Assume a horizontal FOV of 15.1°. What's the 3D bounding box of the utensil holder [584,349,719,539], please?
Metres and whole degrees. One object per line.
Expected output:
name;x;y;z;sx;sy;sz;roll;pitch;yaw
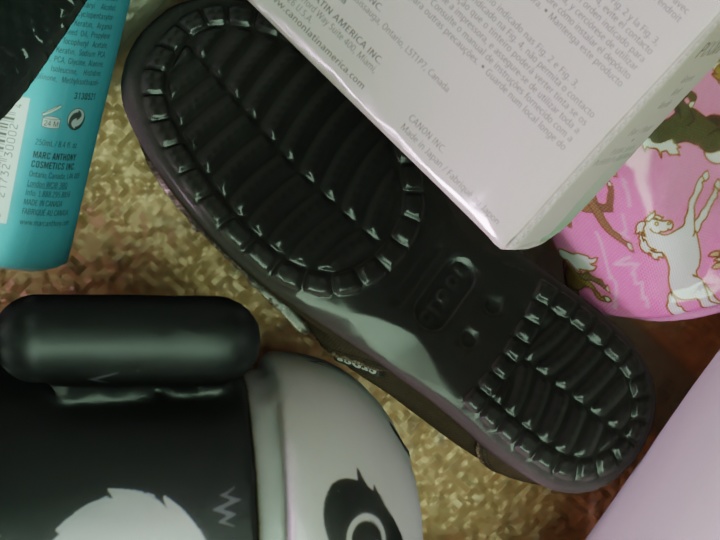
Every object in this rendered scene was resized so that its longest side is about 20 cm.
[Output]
utensil holder;0.152;0.105;0.831;0.170;0.170;0.200;21;121;-16

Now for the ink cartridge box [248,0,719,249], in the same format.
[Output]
ink cartridge box;0.053;-0.129;0.752;0.161;0.050;0.200;45;110;10

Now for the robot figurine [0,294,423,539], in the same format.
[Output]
robot figurine;-0.080;0.087;0.842;0.200;0.150;0.125;-1;70;-9

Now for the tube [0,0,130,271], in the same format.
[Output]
tube;-0.095;-0.101;0.817;0.077;0.050;0.200;9;104;-15

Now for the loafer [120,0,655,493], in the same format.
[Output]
loafer;0.000;0.000;0.849;0.200;0.071;0.073;45;71;-2

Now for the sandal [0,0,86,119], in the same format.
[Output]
sandal;-0.080;-0.111;0.746;0.075;0.048;0.201;24;115;-20

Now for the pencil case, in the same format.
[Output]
pencil case;0.083;-0.086;0.830;0.083;0.087;0.200;-3;116;32
